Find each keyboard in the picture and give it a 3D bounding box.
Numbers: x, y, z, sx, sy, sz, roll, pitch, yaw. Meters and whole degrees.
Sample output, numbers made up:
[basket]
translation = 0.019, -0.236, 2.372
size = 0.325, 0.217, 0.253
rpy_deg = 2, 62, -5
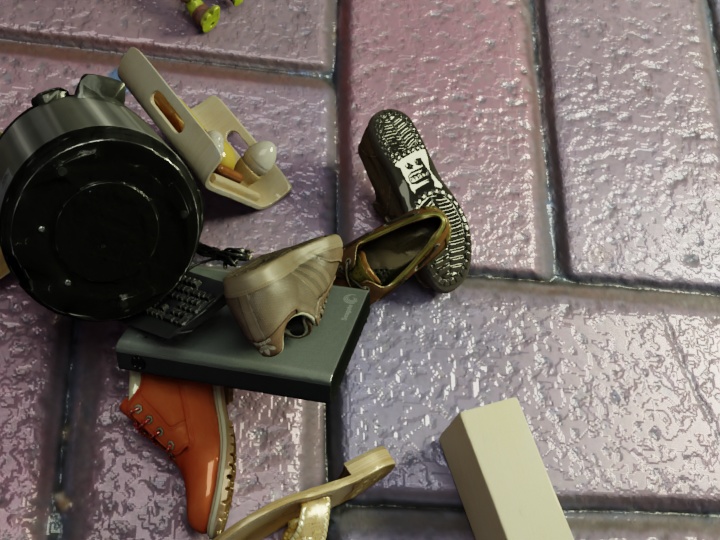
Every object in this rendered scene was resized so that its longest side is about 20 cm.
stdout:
[keyboard]
translation = -0.176, 0.006, 0.986
size = 0.127, 0.199, 0.021
rpy_deg = -39, 122, -28

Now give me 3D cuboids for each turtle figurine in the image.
[turtle figurine]
translation = -0.216, -0.343, 1.207
size = 0.161, 0.064, 0.200
rpy_deg = 43, 53, 1

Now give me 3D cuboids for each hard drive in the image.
[hard drive]
translation = -0.102, 0.054, 0.974
size = 0.198, 0.033, 0.140
rpy_deg = 8, 35, 12

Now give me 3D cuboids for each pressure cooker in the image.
[pressure cooker]
translation = -0.245, -0.068, 0.960
size = 0.175, 0.179, 0.200
rpy_deg = -37, 31, -8

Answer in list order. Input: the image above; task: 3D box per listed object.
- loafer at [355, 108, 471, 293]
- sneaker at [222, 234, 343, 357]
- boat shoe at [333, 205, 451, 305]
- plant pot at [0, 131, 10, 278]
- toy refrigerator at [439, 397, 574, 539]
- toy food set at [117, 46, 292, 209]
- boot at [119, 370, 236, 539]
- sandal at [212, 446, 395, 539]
[loafer]
translation = 0.055, -0.070, 1.132
size = 0.072, 0.071, 0.202
rpy_deg = -18, 84, -30
[sneaker]
translation = -0.062, 0.020, 0.944
size = 0.070, 0.200, 0.076
rpy_deg = -14, 96, 23
[boat shoe]
translation = 0.000, 0.000, 1.045
size = 0.199, 0.068, 0.072
rpy_deg = -38, 85, -2
[plant pot]
translation = -0.408, -0.059, 1.038
size = 0.198, 0.028, 0.202
rpy_deg = 5, 63, -11
[toy refrigerator]
translation = 0.146, 0.228, 0.994
size = 0.069, 0.076, 0.202
rpy_deg = -13, 66, -19
[toy food set]
translation = -0.146, -0.142, 1.060
size = 0.060, 0.200, 0.144
rpy_deg = -41, 77, 7
[boot]
translation = -0.164, 0.149, 0.968
size = 0.106, 0.075, 0.202
rpy_deg = -2, 55, -11
[sandal]
translation = -0.043, 0.233, 0.946
size = 0.210, 0.078, 0.070
rpy_deg = -25, 67, -29
